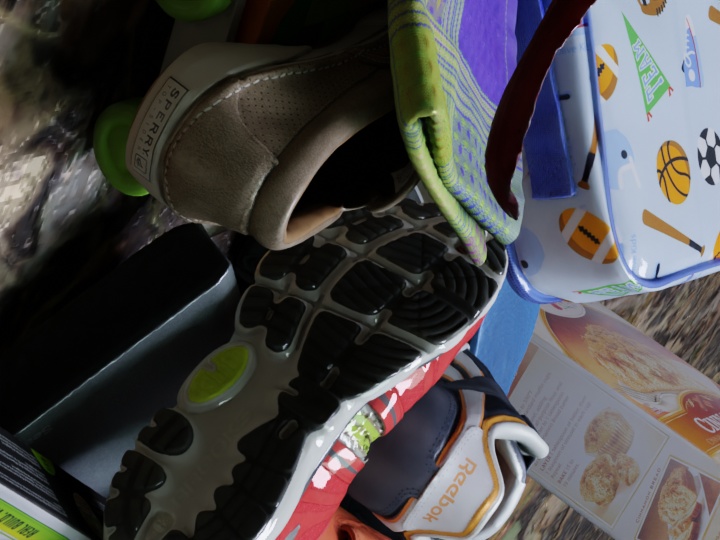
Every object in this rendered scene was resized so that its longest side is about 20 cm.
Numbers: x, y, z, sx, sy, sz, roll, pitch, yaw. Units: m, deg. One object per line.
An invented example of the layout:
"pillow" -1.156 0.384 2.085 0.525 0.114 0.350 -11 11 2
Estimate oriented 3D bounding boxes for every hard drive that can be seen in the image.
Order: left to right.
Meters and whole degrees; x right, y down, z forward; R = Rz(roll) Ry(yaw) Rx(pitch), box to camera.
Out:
"hard drive" -0.098 0.075 0.792 0.139 0.033 0.200 -37 155 -13

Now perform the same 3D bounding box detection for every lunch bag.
"lunch bag" 0.101 -0.090 0.846 0.160 0.075 0.202 -12 94 -53

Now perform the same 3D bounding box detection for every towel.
"towel" 0.036 -0.119 0.695 0.144 0.023 0.202 52 38 -66

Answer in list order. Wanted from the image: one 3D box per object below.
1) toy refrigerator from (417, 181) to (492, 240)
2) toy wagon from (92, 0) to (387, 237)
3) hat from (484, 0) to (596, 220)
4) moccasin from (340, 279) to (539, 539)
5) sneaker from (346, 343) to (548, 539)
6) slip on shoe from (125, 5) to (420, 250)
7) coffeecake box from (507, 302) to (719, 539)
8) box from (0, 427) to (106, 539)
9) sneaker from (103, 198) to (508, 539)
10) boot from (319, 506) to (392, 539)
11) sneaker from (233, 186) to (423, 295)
"toy refrigerator" 0.092 -0.065 0.980 0.200 0.076 0.070 -25 144 -55
"toy wagon" -0.017 -0.107 0.722 0.155 0.039 0.201 -28 147 -52
"hat" 0.061 -0.134 0.671 0.177 0.165 0.200 -57 163 12
"moccasin" 0.036 0.040 1.018 0.201 0.068 0.081 -67 151 -16
"sneaker" 0.034 0.078 0.881 0.079 0.079 0.200 -56 173 9
"slip on shoe" 0.000 -0.047 0.707 0.200 0.060 0.076 -12 133 -61
"coffeecake box" 0.147 0.086 1.152 0.073 0.199 0.153 -60 159 15
"box" -0.145 0.104 0.688 0.110 0.035 0.200 -34 154 2
"sneaker" -0.022 0.052 0.742 0.200 0.077 0.085 -45 156 -27
"boot" -0.002 0.135 0.839 0.076 0.107 0.200 -64 158 -3
"sneaker" 0.000 0.000 0.902 0.115 0.075 0.201 -50 169 -40
